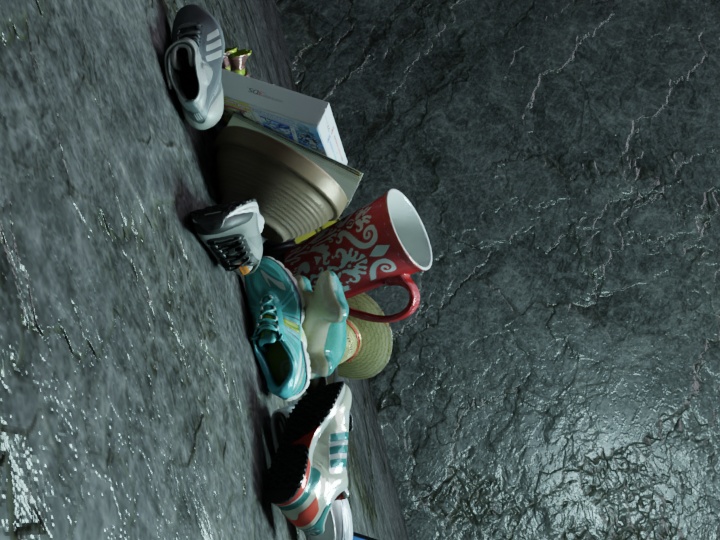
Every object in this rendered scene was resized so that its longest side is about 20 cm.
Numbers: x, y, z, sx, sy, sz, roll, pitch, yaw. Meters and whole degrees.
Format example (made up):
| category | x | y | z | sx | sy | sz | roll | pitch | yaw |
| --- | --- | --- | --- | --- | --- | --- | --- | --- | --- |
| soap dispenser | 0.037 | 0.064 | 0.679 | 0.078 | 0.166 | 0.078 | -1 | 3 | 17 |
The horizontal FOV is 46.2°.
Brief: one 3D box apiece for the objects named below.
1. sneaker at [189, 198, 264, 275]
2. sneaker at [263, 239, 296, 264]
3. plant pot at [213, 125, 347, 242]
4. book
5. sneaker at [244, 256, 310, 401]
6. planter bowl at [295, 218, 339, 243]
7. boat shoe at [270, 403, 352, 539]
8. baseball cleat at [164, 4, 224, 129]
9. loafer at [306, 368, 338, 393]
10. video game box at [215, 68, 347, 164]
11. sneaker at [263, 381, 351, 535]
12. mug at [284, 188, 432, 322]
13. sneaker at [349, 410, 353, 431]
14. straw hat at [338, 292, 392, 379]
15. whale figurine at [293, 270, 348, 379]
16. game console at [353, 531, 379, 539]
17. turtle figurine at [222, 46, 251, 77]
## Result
| category | x | y | z | sx | sy | sz | roll | pitch | yaw |
| --- | --- | --- | --- | --- | --- | --- | --- | --- | --- |
| sneaker | -0.148 | -0.037 | 1.004 | 0.200 | 0.074 | 0.080 | 55 | 25 | -83 |
| sneaker | -0.111 | -0.012 | 1.416 | 0.200 | 0.070 | 0.100 | 3 | 71 | -75 |
| plant pot | -0.126 | -0.103 | 1.155 | 0.093 | 0.200 | 0.201 | -61 | 164 | -14 |
| book | -0.104 | -0.147 | 1.235 | 0.048 | 0.199 | 0.134 | -65 | -176 | -13 |
| sneaker | -0.113 | 0.074 | 1.130 | 0.080 | 0.077 | 0.201 | 18 | 55 | -74 |
| planter bowl | -0.120 | -0.098 | 1.478 | 0.200 | 0.083 | 0.201 | 47 | -19 | 22 |
| boat shoe | -0.072 | 0.267 | 1.060 | 0.067 | 0.073 | 0.201 | 11 | 53 | -61 |
| baseball cleat | -0.210 | -0.280 | 1.071 | 0.107 | 0.069 | 0.201 | 71 | 4 | -64 |
| loafer | -0.093 | 0.133 | 1.399 | 0.071 | 0.073 | 0.201 | -39 | 127 | -45 |
| video game box | -0.127 | -0.210 | 1.220 | 0.182 | 0.199 | 0.047 | 65 | 47 | -72 |
| sneaker | -0.047 | 0.226 | 1.018 | 0.094 | 0.070 | 0.200 | 58 | 31 | -25 |
| mug | -0.006 | -0.007 | 1.289 | 0.133 | 0.199 | 0.178 | 41 | 33 | -45 |
| sneaker | -0.050 | 0.245 | 1.335 | 0.200 | 0.083 | 0.077 | -79 | 155 | -84 |
| straw hat | -0.051 | 0.126 | 1.473 | 0.085 | 0.200 | 0.202 | -36 | 114 | -54 |
| whale figurine | -0.056 | 0.076 | 1.220 | 0.200 | 0.103 | 0.160 | -52 | -130 | 49 |
| game console | -0.006 | 0.363 | 1.226 | 0.200 | 0.118 | 0.171 | 57 | 18 | -84 |
| turtle figurine | -0.200 | -0.284 | 1.404 | 0.200 | 0.064 | 0.162 | 41 | -31 | 59 |
